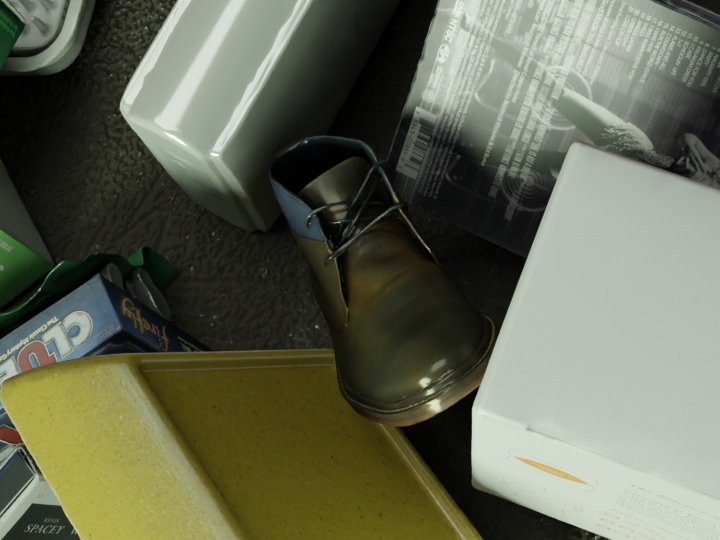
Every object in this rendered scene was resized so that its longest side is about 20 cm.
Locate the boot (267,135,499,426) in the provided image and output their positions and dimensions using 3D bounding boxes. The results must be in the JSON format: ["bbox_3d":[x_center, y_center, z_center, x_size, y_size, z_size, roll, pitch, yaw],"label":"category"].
[{"bbox_3d":[0.000,0.000,0.699,0.074,0.097,0.200,-33,16,-4],"label":"boot"}]

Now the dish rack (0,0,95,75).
[{"bbox_3d":[-0.222,-0.208,0.986,0.170,0.044,0.202,4,72,24],"label":"dish rack"}]

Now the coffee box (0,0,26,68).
[{"bbox_3d":[-0.283,-0.076,0.862,0.122,0.044,0.201,20,77,27],"label":"coffee box"}]

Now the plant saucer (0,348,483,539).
[{"bbox_3d":[-0.029,0.101,0.690,0.200,0.199,0.049,52,120,30],"label":"plant saucer"}]

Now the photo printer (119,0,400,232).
[{"bbox_3d":[-0.036,-0.131,0.807,0.069,0.166,0.201,27,81,10],"label":"photo printer"}]

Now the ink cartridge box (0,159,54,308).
[{"bbox_3d":[-0.300,-0.009,0.916,0.199,0.084,0.145,-37,61,5],"label":"ink cartridge box"}]

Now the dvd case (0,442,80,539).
[{"bbox_3d":[-0.169,0.165,0.736,0.200,0.150,0.025,-48,62,11],"label":"dvd case"}]

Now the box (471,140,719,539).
[{"bbox_3d":[0.131,0.051,0.621,0.151,0.200,0.107,20,77,8],"label":"box"}]

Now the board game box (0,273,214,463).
[{"bbox_3d":[-0.173,0.090,0.794,0.199,0.135,0.035,-33,61,9],"label":"board game box"}]

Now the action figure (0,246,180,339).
[{"bbox_3d":[-0.198,0.056,0.849,0.199,0.118,0.055,-31,73,19],"label":"action figure"}]

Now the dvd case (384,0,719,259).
[{"bbox_3d":[0.117,-0.056,0.701,0.199,0.149,0.016,26,39,9],"label":"dvd case"}]
